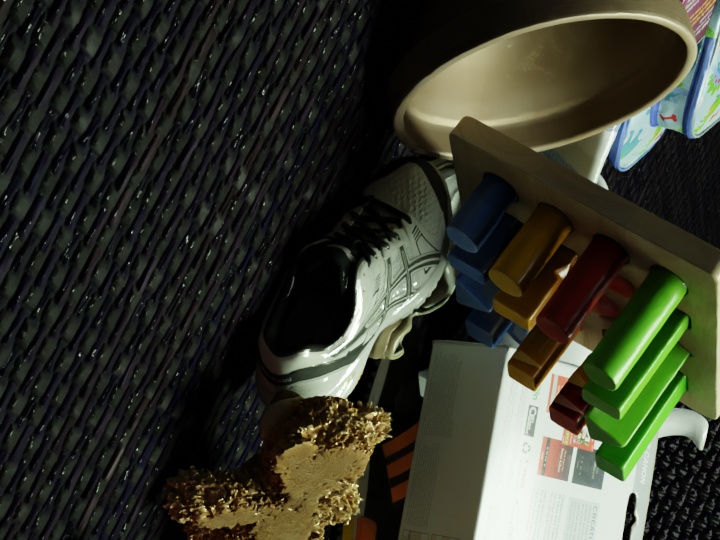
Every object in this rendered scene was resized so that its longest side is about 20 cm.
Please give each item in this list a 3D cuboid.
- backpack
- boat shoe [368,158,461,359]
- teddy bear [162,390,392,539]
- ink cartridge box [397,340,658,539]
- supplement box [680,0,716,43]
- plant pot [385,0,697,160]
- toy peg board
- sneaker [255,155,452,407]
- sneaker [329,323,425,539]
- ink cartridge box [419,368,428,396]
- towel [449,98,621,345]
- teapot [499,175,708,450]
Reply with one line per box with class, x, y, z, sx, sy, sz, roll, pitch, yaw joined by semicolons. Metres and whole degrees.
backpack;0.232;-0.181;1.784;0.183;0.146;0.201;-31;146;-60
boat shoe;0.035;-0.002;1.540;0.200;0.068;0.075;-51;160;-43
teddy bear;-0.059;0.143;1.395;0.201;0.144;0.067;103;-26;-47
ink cartridge box;0.122;0.167;1.625;0.175;0.084;0.201;17;80;-40
supplement box;0.198;-0.257;1.582;0.103;0.130;0.201;-44;154;-49
plant pot;0.106;-0.153;1.427;0.201;0.200;0.093;68;7;-70
toy peg board;0.129;0.030;1.443;0.098;0.199;0.200;-52;156;-20
sneaker;0.000;0.000;1.416;0.201;0.075;0.088;-60;162;-24
sneaker;0.034;0.134;1.645;0.070;0.089;0.201;-116;-144;-77
ink cartridge box;0.078;0.159;1.909;0.145;0.083;0.200;-68;164;9
towel;0.113;-0.065;1.593;0.024;0.147;0.201;-4;124;-36
teapot;0.182;0.039;1.825;0.198;0.145;0.201;-107;171;-59
